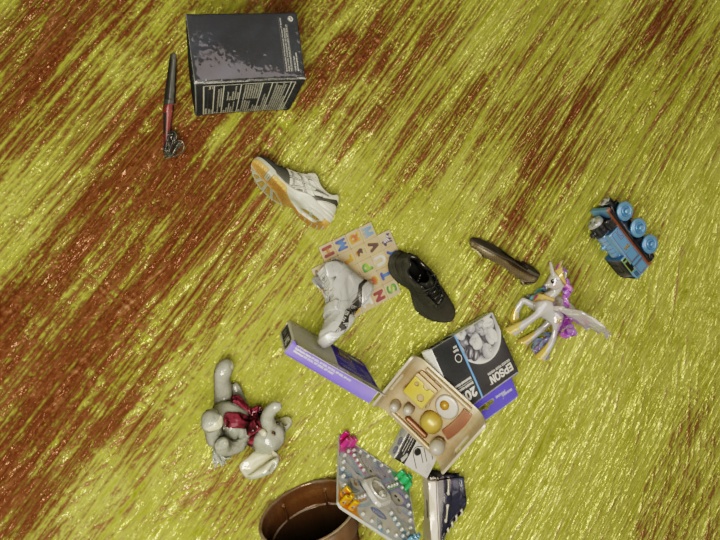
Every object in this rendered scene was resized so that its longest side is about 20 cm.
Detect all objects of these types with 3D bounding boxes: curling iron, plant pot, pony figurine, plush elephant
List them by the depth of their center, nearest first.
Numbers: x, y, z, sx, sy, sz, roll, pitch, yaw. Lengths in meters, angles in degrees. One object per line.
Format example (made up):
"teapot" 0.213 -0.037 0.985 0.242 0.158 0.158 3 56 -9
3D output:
"plush elephant" -0.207 0.295 1.051 0.150 0.166 0.205 2 117 -3
"plant pot" -0.078 0.552 1.074 0.195 0.200 0.204 -16 101 -16
"curling iron" -0.363 -0.317 1.077 0.048 0.025 0.206 -2 85 21
"pony figurine" 0.446 0.103 1.269 0.192 0.167 0.201 38 96 -10

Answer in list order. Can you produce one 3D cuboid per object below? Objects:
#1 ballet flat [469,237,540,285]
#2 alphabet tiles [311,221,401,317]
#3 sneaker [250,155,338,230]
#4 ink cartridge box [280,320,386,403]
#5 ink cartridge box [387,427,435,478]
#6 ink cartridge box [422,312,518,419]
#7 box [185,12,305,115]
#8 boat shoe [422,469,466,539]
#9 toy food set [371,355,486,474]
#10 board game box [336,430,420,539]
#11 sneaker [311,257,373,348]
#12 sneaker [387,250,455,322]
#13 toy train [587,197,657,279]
"ballet flat" 0.326 -0.017 1.275 0.196 0.068 0.047 25 114 -18
"alphabet tiles" 0.000 0.000 1.196 0.196 0.006 0.170 -26 97 -16
"sneaker" -0.131 -0.173 1.135 0.199 0.075 0.089 39 63 -16
"ink cartridge box" -0.060 0.180 1.073 0.195 0.200 0.044 32 90 -13
"ink cartridge box" 0.149 0.334 1.215 0.093 0.044 0.203 32 79 -15
"ink cartridge box" 0.253 0.225 1.211 0.195 0.043 0.204 -24 89 -30
"box" -0.219 -0.379 1.035 0.193 0.199 0.127 -10 92 -17
"boat shoe" 0.186 0.538 1.206 0.090 0.075 0.207 0 88 -9
"toy food set" 0.137 0.291 1.130 0.199 0.060 0.145 41 106 11
"board game box" 0.037 0.433 1.101 0.198 0.201 0.026 38 106 -15
"sneaker" -0.057 0.059 1.109 0.115 0.075 0.201 42 43 -5
"sneaker" 0.141 0.041 1.192 0.200 0.090 0.076 45 74 -17
"toy train" 0.634 -0.079 1.355 0.114 0.087 0.200 -44 101 -7
